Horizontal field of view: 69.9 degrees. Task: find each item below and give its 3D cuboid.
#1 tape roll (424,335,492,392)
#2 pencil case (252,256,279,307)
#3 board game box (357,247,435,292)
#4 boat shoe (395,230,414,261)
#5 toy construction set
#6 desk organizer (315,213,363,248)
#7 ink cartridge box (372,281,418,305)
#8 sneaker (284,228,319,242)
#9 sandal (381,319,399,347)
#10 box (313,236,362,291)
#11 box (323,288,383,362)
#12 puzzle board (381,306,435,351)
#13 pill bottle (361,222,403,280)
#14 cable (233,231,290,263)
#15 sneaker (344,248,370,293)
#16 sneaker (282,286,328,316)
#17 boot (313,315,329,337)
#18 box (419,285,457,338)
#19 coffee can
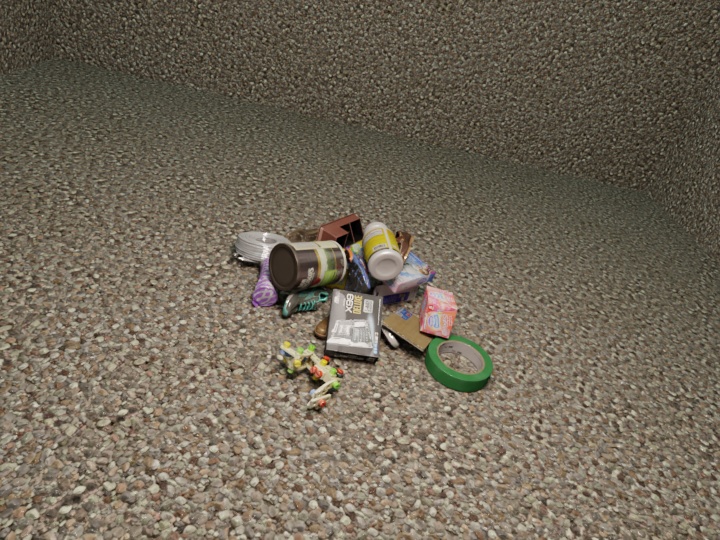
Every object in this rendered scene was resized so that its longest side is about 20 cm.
[{"bbox_3d":[0.297,0.278,1.557,0.200,0.048,0.201,11,31,-7],"label":"tape roll"},{"bbox_3d":[-0.300,0.033,1.670,0.085,0.084,0.200,-24,28,12],"label":"pencil case"},{"bbox_3d":[0.122,-0.019,1.756,0.199,0.043,0.200,-16,49,-43],"label":"board game box"},{"bbox_3d":[0.134,-0.078,1.745,0.070,0.070,0.200,28,24,-3],"label":"boat shoe"},{"bbox_3d":[-0.123,0.269,1.356,0.131,0.092,0.200,16,29,-49],"label":"toy construction set"},{"bbox_3d":[-0.061,-0.131,1.802,0.077,0.072,0.200,33,35,22],"label":"desk organizer"},{"bbox_3d":[0.114,0.069,1.765,0.200,0.095,0.037,-10,40,-34],"label":"ink cartridge box"},{"bbox_3d":[-0.221,-0.124,1.970,0.200,0.071,0.075,-6,10,-45],"label":"sneaker"},{"bbox_3d":[0.050,0.170,1.619,0.050,0.082,0.203,-38,48,0],"label":"sandal"},{"bbox_3d":[-0.077,-0.037,1.828,0.192,0.122,0.200,20,32,8],"label":"box"},{"bbox_3d":[-0.019,0.163,1.531,0.157,0.050,0.200,11,59,-7],"label":"box"},{"bbox_3d":[0.159,0.183,1.623,0.151,0.017,0.200,32,19,14],"label":"puzzle board"},{"bbox_3d":[0.065,-0.068,1.650,0.112,0.113,0.200,6,35,-14],"label":"pill bottle"},{"bbox_3d":[-0.341,-0.084,1.816,0.199,0.069,0.200,8,19,-13],"label":"cable"},{"bbox_3d":[0.000,0.000,1.635,0.078,0.075,0.200,12,34,-27],"label":"sneaker"},{"bbox_3d":[-0.169,0.095,1.633,0.091,0.078,0.200,29,36,15],"label":"sneaker"},{"bbox_3d":[-0.069,0.142,1.596,0.074,0.076,0.200,33,37,24],"label":"boot"},{"bbox_3d":[0.249,0.130,1.670,0.094,0.103,0.200,16,15,2],"label":"box"},{"bbox_3d":[-0.164,-0.018,1.607,0.200,0.147,0.146,-7,37,-45],"label":"coffee can"}]
